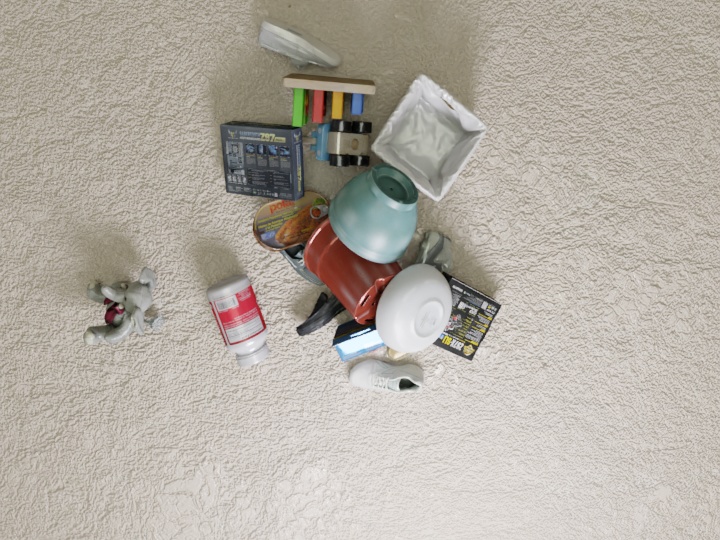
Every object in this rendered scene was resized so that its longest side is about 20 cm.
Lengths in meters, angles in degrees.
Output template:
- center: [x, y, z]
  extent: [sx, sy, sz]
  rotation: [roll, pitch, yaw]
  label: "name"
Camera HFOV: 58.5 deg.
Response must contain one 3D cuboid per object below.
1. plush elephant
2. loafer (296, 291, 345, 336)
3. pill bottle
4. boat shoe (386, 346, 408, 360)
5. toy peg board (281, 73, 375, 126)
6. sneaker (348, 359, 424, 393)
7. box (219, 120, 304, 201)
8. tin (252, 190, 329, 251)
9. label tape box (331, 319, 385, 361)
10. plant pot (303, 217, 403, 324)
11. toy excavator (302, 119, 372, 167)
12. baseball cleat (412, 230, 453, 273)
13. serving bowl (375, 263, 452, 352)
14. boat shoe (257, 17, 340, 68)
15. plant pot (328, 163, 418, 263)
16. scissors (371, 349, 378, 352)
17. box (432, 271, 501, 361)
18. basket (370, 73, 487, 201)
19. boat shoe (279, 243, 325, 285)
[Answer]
- center: [-0.554, 0.079, 1.517]
  extent: [0.194, 0.169, 0.156]
  rotation: [10, 143, -18]
  label: "plush elephant"
- center: [-0.081, 0.086, 1.578]
  extent: [0.198, 0.068, 0.071]
  rotation: [-36, 92, 1]
  label: "loafer"
- center: [-0.291, 0.122, 1.557]
  extent: [0.109, 0.112, 0.206]
  rotation: [-18, 101, 3]
  label: "pill bottle"
- center: [0.137, 0.148, 1.584]
  extent: [0.071, 0.076, 0.201]
  rotation: [39, 98, -7]
  label: "boat shoe"
- center: [-0.068, -0.372, 1.421]
  extent: [0.192, 0.201, 0.101]
  rotation: [5, 110, -2]
  label: "toy peg board"
- center: [0.066, 0.269, 1.608]
  extent: [0.193, 0.080, 0.073]
  rotation: [1, 104, 1]
  label: "sneaker"
- center: [-0.223, -0.251, 1.466]
  extent: [0.194, 0.051, 0.163]
  rotation: [8, 114, 23]
  label: "box"
- center: [-0.160, -0.117, 1.509]
  extent: [0.195, 0.042, 0.115]
  rotation: [-20, 90, -22]
  label: "tin"
- center: [0.012, 0.155, 1.510]
  extent: [0.140, 0.200, 0.068]
  rotation: [-21, 98, 5]
  label: "label tape box"
- center: [0.000, 0.000, 1.450]
  extent: [0.200, 0.200, 0.197]
  rotation: [-42, 57, 8]
  label: "plant pot"
- center: [-0.095, -0.297, 1.489]
  extent: [0.191, 0.197, 0.103]
  rotation: [-7, 105, -41]
  label: "toy excavator"
- center: [0.163, 0.010, 1.560]
  extent: [0.104, 0.070, 0.205]
  rotation: [22, 100, -5]
  label: "baseball cleat"
- center: [0.129, 0.093, 1.395]
  extent: [0.196, 0.065, 0.206]
  rotation: [-17, 120, -30]
  label: "serving bowl"
- center: [-0.142, -0.499, 1.461]
  extent: [0.195, 0.073, 0.070]
  rotation: [21, 122, -11]
  label: "boat shoe"
- center: [0.045, -0.138, 1.374]
  extent: [0.197, 0.202, 0.135]
  rotation: [31, 130, -7]
  label: "plant pot"
- center: [0.070, 0.116, 1.612]
  extent: [0.073, 0.014, 0.201]
  rotation: [39, 97, -5]
  label: "scissors"
- center: [0.232, 0.113, 1.543]
  extent: [0.197, 0.049, 0.163]
  rotation: [24, 99, -35]
  label: "box"
- center: [0.149, -0.300, 1.452]
  extent: [0.196, 0.161, 0.202]
  rotation: [35, 100, -7]
  label: "basket"
- center: [-0.150, -0.034, 1.553]
  extent: [0.073, 0.062, 0.200]
  rotation: [-43, 98, 8]
  label: "boat shoe"
